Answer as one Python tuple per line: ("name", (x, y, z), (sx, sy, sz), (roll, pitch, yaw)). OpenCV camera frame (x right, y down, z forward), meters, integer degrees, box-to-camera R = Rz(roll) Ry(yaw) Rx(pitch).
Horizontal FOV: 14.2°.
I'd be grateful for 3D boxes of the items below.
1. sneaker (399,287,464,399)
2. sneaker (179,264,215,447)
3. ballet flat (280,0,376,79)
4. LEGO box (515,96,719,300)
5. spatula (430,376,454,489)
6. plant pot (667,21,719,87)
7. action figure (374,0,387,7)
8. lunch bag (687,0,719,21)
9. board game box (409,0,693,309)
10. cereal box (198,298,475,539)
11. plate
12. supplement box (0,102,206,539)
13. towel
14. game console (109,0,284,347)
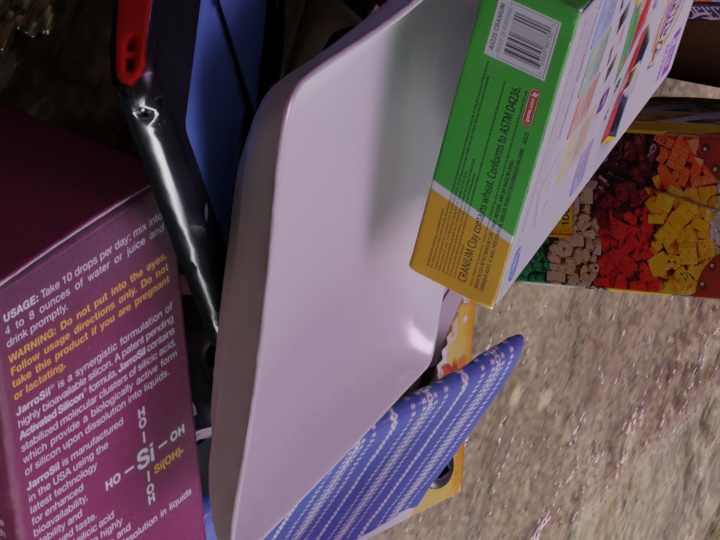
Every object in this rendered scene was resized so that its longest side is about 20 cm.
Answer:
("sneaker", (0.000, 0.000, 1.255), (0.090, 0.075, 0.201), (-22, 133, -46))
("sneaker", (-0.076, 0.064, 1.222), (0.079, 0.129, 0.200), (-8, 116, -50))
("ballet flat", (-0.005, -0.122, 1.266), (0.067, 0.062, 0.201), (26, 88, -55))
("LEGO box", (0.164, -0.039, 1.433), (0.200, 0.148, 0.078), (-12, 104, -57))
("spatula", (0.026, 0.022, 1.360), (0.056, 0.021, 0.201), (-28, 130, -26))
("plant pot", (0.253, -0.158, 1.468), (0.186, 0.199, 0.187), (-31, 133, -39))
("action figure", (-0.023, -0.174, 1.177), (0.052, 0.065, 0.200), (-43, 119, 2))
("lunch bag", (0.149, -0.186, 1.322), (0.200, 0.169, 0.124), (68, 27, -50))
("board game box", (0.093, -0.100, 1.187), (0.200, 0.040, 0.154), (-50, 161, -48))
("cereal box", (-0.023, 0.070, 1.374), (0.199, 0.039, 0.145), (-24, 126, -44))
("plate", (-0.009, -0.015, 1.124), (0.200, 0.032, 0.201), (-44, 147, -57))
("supplement box", (-0.144, 0.047, 1.124), (0.103, 0.130, 0.201), (-35, 135, -39))
("towel", (-0.026, 0.101, 1.280), (0.199, 0.024, 0.145), (-26, 160, -36))
("game console", (-0.057, -0.090, 1.078), (0.200, 0.031, 0.178), (74, 14, -59))
